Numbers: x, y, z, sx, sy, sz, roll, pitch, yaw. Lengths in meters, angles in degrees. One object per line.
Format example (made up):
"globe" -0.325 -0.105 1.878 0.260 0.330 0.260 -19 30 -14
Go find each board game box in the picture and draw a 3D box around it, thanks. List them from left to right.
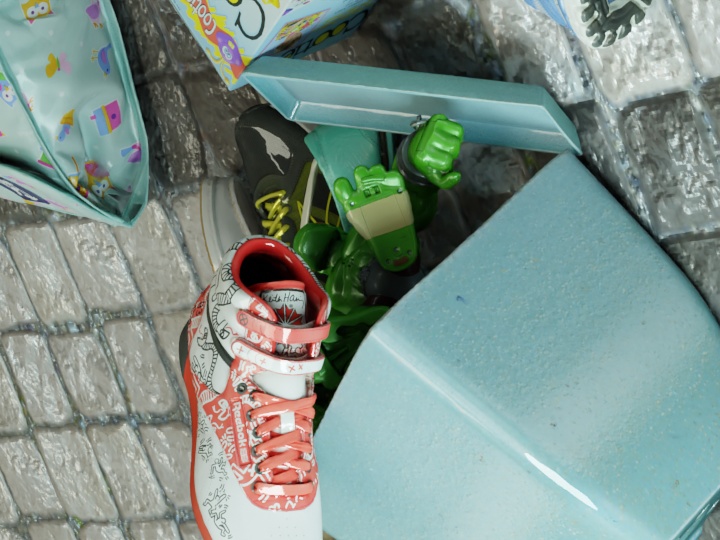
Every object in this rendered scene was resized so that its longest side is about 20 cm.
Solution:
"board game box" -0.032 -0.212 1.717 0.103 0.105 0.200 56 146 11

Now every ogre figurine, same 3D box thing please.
"ogre figurine" 0.006 0.005 1.729 0.120 0.098 0.201 -53 -32 -87

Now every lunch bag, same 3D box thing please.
"lunch bag" -0.240 -0.122 2.054 0.170 0.122 0.200 11 130 47

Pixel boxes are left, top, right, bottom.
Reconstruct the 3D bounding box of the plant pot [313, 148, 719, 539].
"plant pot" 0.108 0.096 1.676 0.200 0.196 0.196 41 142 11

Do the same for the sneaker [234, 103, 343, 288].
"sneaker" -0.032 -0.014 1.874 0.200 0.085 0.074 60 146 4

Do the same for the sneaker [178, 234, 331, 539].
"sneaker" -0.052 0.078 1.615 0.108 0.067 0.202 120 145 -47

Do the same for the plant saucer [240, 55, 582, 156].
"plant saucer" 0.031 -0.098 1.708 0.200 0.019 0.070 9 163 28

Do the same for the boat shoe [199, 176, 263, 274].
"boat shoe" -0.049 0.020 1.946 0.069 0.071 0.200 -25 74 14

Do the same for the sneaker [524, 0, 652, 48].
"sneaker" 0.099 -0.218 1.558 0.089 0.078 0.200 23 130 41

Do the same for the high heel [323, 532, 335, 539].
"high heel" 0.049 0.170 1.840 0.200 0.142 0.072 20 128 46

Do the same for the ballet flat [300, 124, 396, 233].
"ballet flat" 0.000 0.000 1.824 0.067 0.070 0.201 -55 -44 -82
